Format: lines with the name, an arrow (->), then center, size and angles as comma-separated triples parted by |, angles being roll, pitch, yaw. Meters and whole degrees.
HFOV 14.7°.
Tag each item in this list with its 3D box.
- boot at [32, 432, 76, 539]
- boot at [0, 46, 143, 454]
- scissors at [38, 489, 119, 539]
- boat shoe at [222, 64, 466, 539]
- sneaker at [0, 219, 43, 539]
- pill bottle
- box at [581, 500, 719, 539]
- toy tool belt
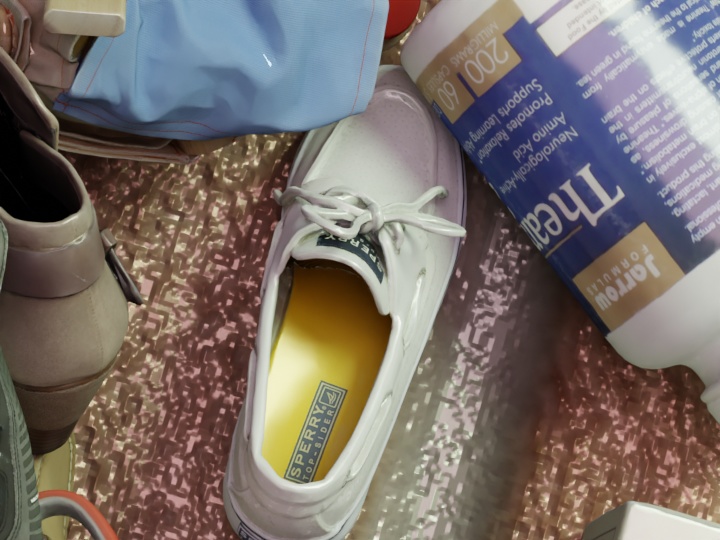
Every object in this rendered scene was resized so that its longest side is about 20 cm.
boot -> -0.075, 0.135, 0.976 | 0.154, 0.072, 0.201 | -3, 54, 11
boot -> -0.146, -0.031, 0.976 | 0.070, 0.147, 0.200 | -32, 62, -27
scissors -> -0.086, 0.156, 0.913 | 0.073, 0.014, 0.200 | -24, 53, -10
boat shoe -> -0.005, -0.001, 1.019 | 0.074, 0.086, 0.203 | 18, 63, 2
sneaker -> -0.141, 0.017, 0.873 | 0.066, 0.090, 0.201 | -18, 90, -28
pill bottle -> 0.114, -0.035, 1.036 | 0.111, 0.111, 0.200 | -36, 86, -10
box -> 0.099, 0.191, 1.002 | 0.077, 0.095, 0.201 | 16, 79, -2
toy tool belt -> -0.043, -0.094, 1.000 | 0.199, 0.123, 0.126 | 0, 104, -31
